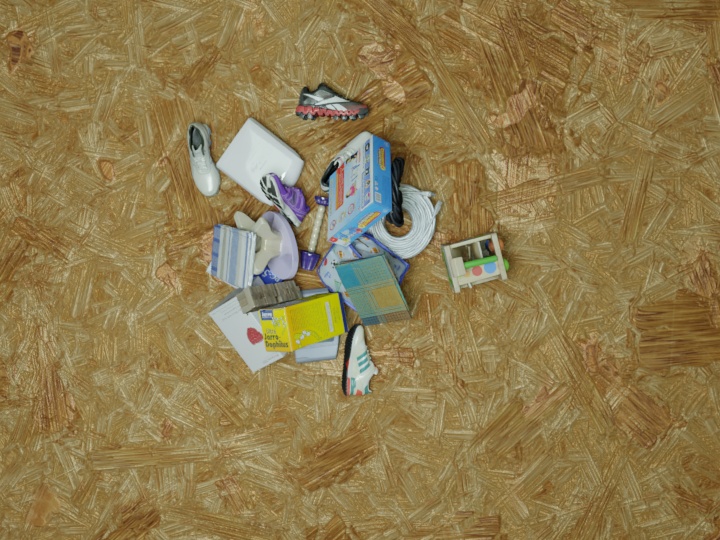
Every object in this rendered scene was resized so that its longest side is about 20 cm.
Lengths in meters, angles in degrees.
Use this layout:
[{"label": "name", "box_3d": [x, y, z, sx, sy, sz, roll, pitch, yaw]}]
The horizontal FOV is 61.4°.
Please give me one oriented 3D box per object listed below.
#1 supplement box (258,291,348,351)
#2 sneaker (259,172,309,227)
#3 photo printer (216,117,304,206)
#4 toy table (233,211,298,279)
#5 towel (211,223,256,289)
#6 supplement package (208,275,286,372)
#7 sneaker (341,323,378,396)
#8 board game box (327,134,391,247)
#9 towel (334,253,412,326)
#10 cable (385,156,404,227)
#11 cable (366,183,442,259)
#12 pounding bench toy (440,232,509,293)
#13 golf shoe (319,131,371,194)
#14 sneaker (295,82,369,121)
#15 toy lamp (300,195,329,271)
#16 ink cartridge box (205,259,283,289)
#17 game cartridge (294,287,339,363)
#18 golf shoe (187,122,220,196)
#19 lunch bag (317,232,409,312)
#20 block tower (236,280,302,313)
[{"label": "supplement box", "box_3d": [-0.144, 0.130, 1.552, 0.108, 0.199, 0.111, -7, 95, 44]}, {"label": "sneaker", "box_3d": [-0.195, -0.199, 1.595, 0.080, 0.200, 0.084, 34, 79, 31]}, {"label": "photo printer", "box_3d": [-0.263, -0.285, 1.636, 0.199, 0.069, 0.167, 38, 95, 0]}, {"label": "toy table", "box_3d": [-0.253, -0.070, 1.587, 0.201, 0.116, 0.184, 55, 127, 32]}, {"label": "towel", "box_3d": [-0.331, -0.040, 1.570, 0.024, 0.199, 0.149, 0, 101, -41]}, {"label": "supplement package", "box_3d": [-0.278, 0.143, 1.609, 0.121, 0.120, 0.201, -29, 103, 28]}, {"label": "sneaker", "box_3d": [0.004, 0.247, 1.672, 0.092, 0.070, 0.202, 6, 92, -16]}, {"label": "board game box", "box_3d": [-0.005, -0.189, 1.469, 0.055, 0.195, 0.202, 18, 56, -29]}, {"label": "towel", "box_3d": [0.033, 0.051, 1.521, 0.145, 0.022, 0.201, -10, 122, 28]}, {"label": "cable", "box_3d": [0.090, -0.193, 1.489, 0.050, 0.200, 0.165, 6, 106, 4]}, {"label": "cable", "box_3d": [0.103, -0.132, 1.633, 0.198, 0.069, 0.202, 17, 95, 2]}, {"label": "pounding bench toy", "box_3d": [0.303, -0.023, 1.565, 0.154, 0.200, 0.126, -15, 93, 4]}, {"label": "golf shoe", "box_3d": [-0.033, -0.287, 1.614, 0.072, 0.092, 0.201, 38, 93, 8]}, {"label": "sneaker", "box_3d": [-0.074, -0.449, 1.616, 0.198, 0.071, 0.099, 4, 96, 3]}, {"label": "toy lamp", "box_3d": [-0.123, -0.100, 1.649, 0.058, 0.058, 0.202, 12, 95, 1]}, {"label": "ink cartridge box", "box_3d": [-0.314, 0.008, 1.671, 0.199, 0.044, 0.095, 30, 96, 0]}, {"label": "game cartridge", "box_3d": [-0.125, 0.151, 1.678, 0.132, 0.041, 0.202, -7, 94, -1]}, {"label": "golf shoe", "box_3d": [-0.432, -0.297, 1.630, 0.077, 0.097, 0.202, -12, 95, 1]}, {"label": "lunch bag", "box_3d": [0.000, 0.000, 1.592, 0.199, 0.124, 0.170, 34, 130, -3]}, {"label": "block tower", "box_3d": [-0.234, 0.067, 1.562, 0.057, 0.199, 0.054, -27, 80, 28]}]
